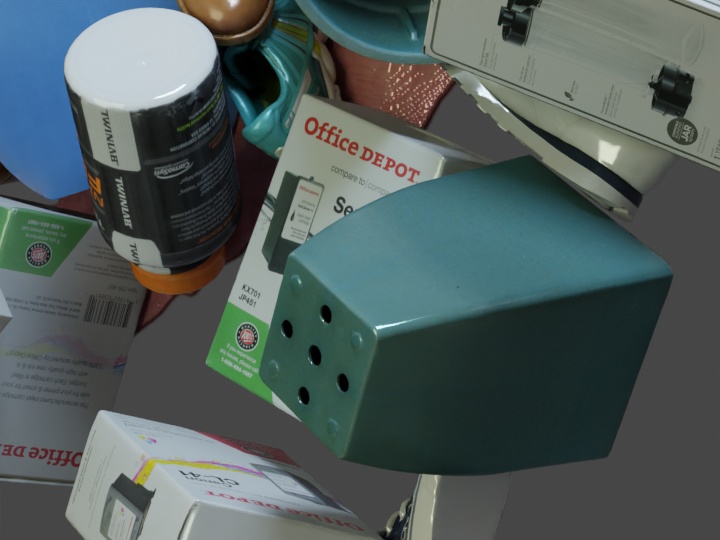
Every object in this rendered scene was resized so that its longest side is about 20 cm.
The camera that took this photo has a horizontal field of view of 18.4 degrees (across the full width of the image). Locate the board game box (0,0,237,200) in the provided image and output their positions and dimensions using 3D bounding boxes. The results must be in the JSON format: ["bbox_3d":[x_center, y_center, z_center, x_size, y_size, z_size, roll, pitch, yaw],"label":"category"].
[{"bbox_3d":[-0.188,-0.146,1.629,0.039,0.199,0.159,-170,62,-78],"label":"board game box"}]

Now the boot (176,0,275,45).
[{"bbox_3d":[-0.091,-0.269,1.503,0.076,0.155,0.201,4,63,0],"label":"boot"}]

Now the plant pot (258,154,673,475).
[{"bbox_3d":[0.051,0.034,1.316,0.141,0.200,0.142,42,128,38],"label":"plant pot"}]

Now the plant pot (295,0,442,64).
[{"bbox_3d":[0.026,-0.264,1.414,0.200,0.200,0.196,-55,29,21],"label":"plant pot"}]

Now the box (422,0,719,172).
[{"bbox_3d":[0.143,-0.148,1.288,0.199,0.060,0.117,22,139,13],"label":"box"}]

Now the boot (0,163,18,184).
[{"bbox_3d":[-0.266,-0.143,1.671,0.200,0.155,0.077,-50,62,32],"label":"boot"}]

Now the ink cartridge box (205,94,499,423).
[{"bbox_3d":[0.000,0.000,1.472,0.146,0.083,0.201,26,99,42],"label":"ink cartridge box"}]

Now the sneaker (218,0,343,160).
[{"bbox_3d":[-0.065,-0.160,1.560,0.077,0.080,0.200,-39,51,30],"label":"sneaker"}]

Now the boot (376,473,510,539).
[{"bbox_3d":[0.032,0.175,1.418,0.090,0.073,0.201,9,85,45],"label":"boot"}]

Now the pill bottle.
[{"bbox_3d":[-0.139,-0.075,1.546,0.106,0.106,0.200,46,154,38],"label":"pill bottle"}]

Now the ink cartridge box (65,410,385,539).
[{"bbox_3d":[-0.089,0.168,1.440,0.200,0.147,0.086,27,100,63],"label":"ink cartridge box"}]

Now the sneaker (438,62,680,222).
[{"bbox_3d":[0.124,-0.111,1.396,0.200,0.076,0.081,41,98,35],"label":"sneaker"}]

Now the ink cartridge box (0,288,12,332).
[{"bbox_3d":[-0.317,0.023,1.569,0.115,0.068,0.200,-48,50,26],"label":"ink cartridge box"}]

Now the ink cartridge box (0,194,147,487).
[{"bbox_3d":[-0.250,0.051,1.650,0.087,0.145,0.201,18,95,44],"label":"ink cartridge box"}]
